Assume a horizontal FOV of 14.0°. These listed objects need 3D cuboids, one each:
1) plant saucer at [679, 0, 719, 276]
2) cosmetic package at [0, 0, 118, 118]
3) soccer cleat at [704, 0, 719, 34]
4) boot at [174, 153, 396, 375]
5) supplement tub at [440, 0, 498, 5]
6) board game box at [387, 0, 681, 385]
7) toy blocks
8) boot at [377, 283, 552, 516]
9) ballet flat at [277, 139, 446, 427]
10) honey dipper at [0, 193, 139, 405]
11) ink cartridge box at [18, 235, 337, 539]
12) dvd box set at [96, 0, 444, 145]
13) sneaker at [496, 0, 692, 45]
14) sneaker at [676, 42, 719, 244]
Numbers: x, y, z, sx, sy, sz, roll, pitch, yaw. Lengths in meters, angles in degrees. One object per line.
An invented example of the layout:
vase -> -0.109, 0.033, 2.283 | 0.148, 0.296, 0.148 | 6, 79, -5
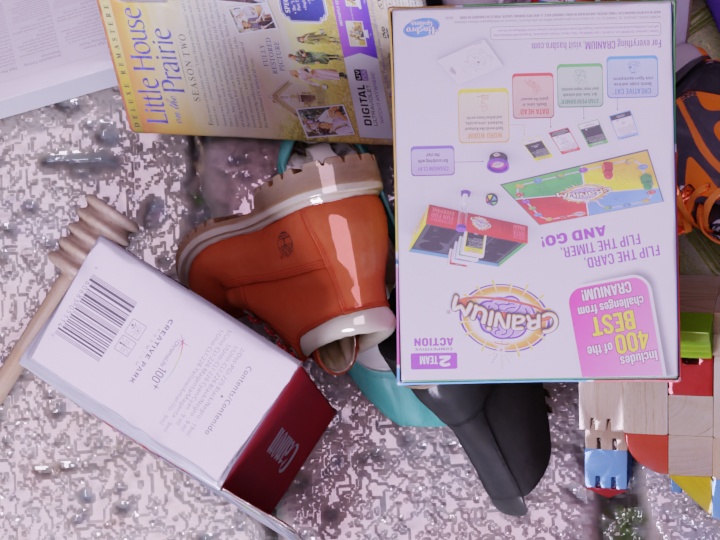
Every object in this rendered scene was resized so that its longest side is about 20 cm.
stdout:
plant saucer -> 0.226, -0.083, 1.698 | 0.199, 0.048, 0.200 | -35, 80, -1
cosmetic package -> -0.166, -0.149, 1.740 | 0.199, 0.051, 0.083 | -15, 79, 2
soccer cleat -> 0.239, -0.120, 1.640 | 0.068, 0.073, 0.201 | -22, 80, 0
boot -> -0.042, 0.013, 1.634 | 0.075, 0.200, 0.108 | -11, 81, -27
supplement tub -> 0.067, -0.240, 1.686 | 0.145, 0.145, 0.201 | 24, 84, 8
board game box -> 0.092, -0.041, 1.548 | 0.152, 0.040, 0.201 | 0, 93, 5
toy blocks -> 0.200, 0.075, 1.640 | 0.199, 0.100, 0.137 | 2, 114, 11
boot -> 0.081, 0.028, 1.688 | 0.077, 0.139, 0.200 | -5, 42, 35
ballet flat -> 0.000, 0.000, 1.693 | 0.067, 0.070, 0.201 | -24, 80, 4
honey dipper -> -0.198, 0.048, 1.721 | 0.038, 0.038, 0.200 | 32, 87, 9
ink cartridge box -> -0.078, 0.076, 1.622 | 0.175, 0.200, 0.084 | 32, 84, 9
dvd box set -> -0.049, -0.137, 1.640 | 0.199, 0.147, 0.029 | 3, 39, 20
sneaker -> 0.132, -0.187, 1.607 | 0.071, 0.112, 0.201 | 13, 111, 39
sneaker -> 0.160, -0.032, 1.593 | 0.112, 0.078, 0.200 | 35, 75, 30
